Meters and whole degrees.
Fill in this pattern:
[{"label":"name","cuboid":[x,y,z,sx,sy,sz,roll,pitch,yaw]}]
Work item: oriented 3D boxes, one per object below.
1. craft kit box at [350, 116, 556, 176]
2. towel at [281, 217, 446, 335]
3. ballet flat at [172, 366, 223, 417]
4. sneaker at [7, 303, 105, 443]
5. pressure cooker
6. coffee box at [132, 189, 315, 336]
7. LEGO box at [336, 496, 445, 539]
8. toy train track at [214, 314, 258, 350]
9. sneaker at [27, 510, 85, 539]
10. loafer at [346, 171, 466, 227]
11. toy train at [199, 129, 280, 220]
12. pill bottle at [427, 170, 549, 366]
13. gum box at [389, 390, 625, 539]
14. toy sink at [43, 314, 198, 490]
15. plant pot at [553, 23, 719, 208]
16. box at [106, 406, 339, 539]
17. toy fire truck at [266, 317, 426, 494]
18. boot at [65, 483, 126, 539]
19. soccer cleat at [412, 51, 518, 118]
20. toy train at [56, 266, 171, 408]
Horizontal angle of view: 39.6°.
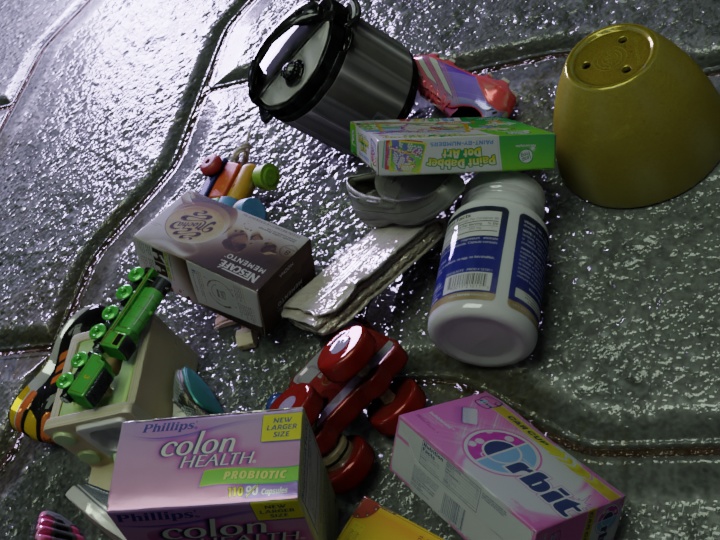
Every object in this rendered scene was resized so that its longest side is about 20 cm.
[{"label":"craft kit box","cuboid":[0.099,-0.147,1.163,0.200,0.049,0.198,-3,17,-9]},{"label":"towel","cuboid":[0.000,0.000,1.187,0.200,0.034,0.133,-41,19,-17]},{"label":"ballet flat","cuboid":[-0.185,0.186,1.169,0.072,0.072,0.200,-43,44,-6]},{"label":"sneaker","cuboid":[-0.377,0.142,1.337,0.090,0.070,0.200,20,66,25]},{"label":"pressure cooker","cuboid":[-0.043,-0.264,1.332,0.179,0.200,0.176,12,81,53]},{"label":"coffee box","cuboid":[-0.169,-0.013,1.259,0.200,0.080,0.113,23,49,26]},{"label":"LEGO box","cuboid":[0.020,0.331,0.914,0.149,0.077,0.200,19,66,40]},{"label":"toy train track","cuboid":[-0.144,0.013,1.313,0.115,0.033,0.200,-16,47,20]},{"label":"sneaker","cuboid":[-0.361,0.367,1.135,0.095,0.079,0.200,-38,41,15]},{"label":"loafer","cuboid":[0.046,-0.094,1.178,0.070,0.070,0.200,-47,21,-27]},{"label":"toy train","cuboid":[-0.158,-0.132,1.395,0.116,0.085,0.200,-3,53,40]},{"label":"pill bottle","cuboid":[0.144,-0.006,1.089,0.116,0.116,0.200,-6,51,28]},{"label":"gum box","cuboid":[0.127,0.193,0.929,0.113,0.066,0.200,-10,30,-35]},{"label":"toy sink","cuboid":[-0.294,0.171,1.218,0.130,0.112,0.200,-14,48,22]},{"label":"plant pot","cuboid":[0.300,-0.192,1.128,0.200,0.142,0.200,-17,47,19]},{"label":"box","cuboid":[-0.123,0.231,0.970,0.176,0.200,0.097,-5,48,7]},{"label":"toy fire truck","cuboid":[-0.036,0.142,1.102,0.200,0.112,0.168,-46,21,-11]},{"label":"boot","cuboid":[-0.244,0.273,1.143,0.200,0.073,0.090,22,61,33]},{"label":"soccer cleat","cuboid":[0.119,-0.237,1.337,0.200,0.067,0.076,28,77,41]},{"label":"toy train","cuboid":[-0.289,0.077,1.195,0.056,0.042,0.200,10,56,28]}]
